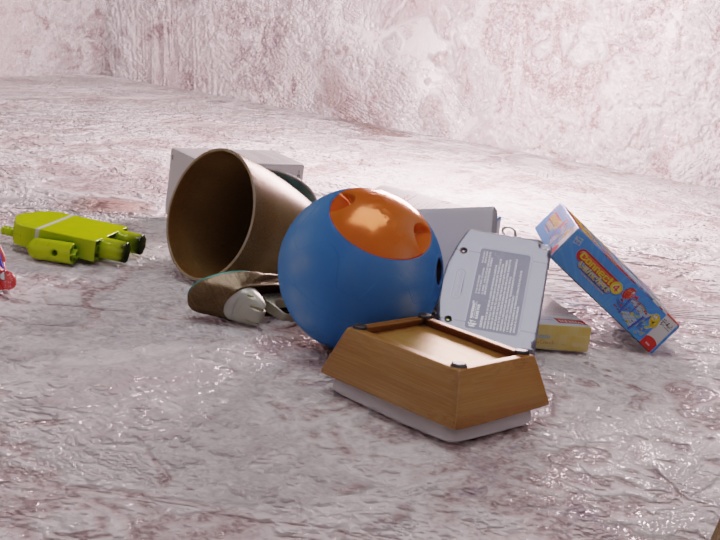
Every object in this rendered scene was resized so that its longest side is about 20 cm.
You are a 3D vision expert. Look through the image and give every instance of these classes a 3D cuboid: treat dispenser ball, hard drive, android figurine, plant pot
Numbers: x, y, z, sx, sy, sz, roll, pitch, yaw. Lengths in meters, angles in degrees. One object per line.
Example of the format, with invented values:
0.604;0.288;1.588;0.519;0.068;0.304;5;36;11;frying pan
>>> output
0.000;0.000;1.513;0.200;0.201;0.201;7;13;-2;treat dispenser ball
0.085;-0.021;1.720;0.200;0.132;0.026;-1;-19;22;hard drive
-0.422;-0.048;1.827;0.200;0.041;0.182;10;14;8;android figurine
-0.144;-0.061;1.798;0.186;0.187;0.200;20;4;43;plant pot

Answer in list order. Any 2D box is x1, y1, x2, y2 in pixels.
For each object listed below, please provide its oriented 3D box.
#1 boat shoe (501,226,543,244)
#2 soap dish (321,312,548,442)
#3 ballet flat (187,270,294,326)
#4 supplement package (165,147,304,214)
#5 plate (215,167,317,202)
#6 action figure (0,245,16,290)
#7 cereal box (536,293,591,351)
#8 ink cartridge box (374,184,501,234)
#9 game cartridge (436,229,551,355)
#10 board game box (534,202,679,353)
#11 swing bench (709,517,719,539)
0.217;-0.020;1.784;0.074;0.086;0.202;10;11;22;boat shoe
0.082;0.110;1.355;0.157;0.081;0.200;-6;18;-44;soap dish
-0.123;0.041;1.604;0.200;0.068;0.072;1;34;-41;ballet flat
-0.216;-0.139;2.141;0.200;0.120;0.121;-1;17;-33;supplement package
-0.164;-0.097;1.893;0.200;0.200;0.026;4;52;-13;plate
-0.505;-0.031;1.604;0.200;0.099;0.065;20;19;34;action figure
0.210;0.061;1.714;0.144;0.040;0.200;4;14;-15;cereal box
0.088;-0.057;1.820;0.200;0.068;0.116;18;29;27;ink cartridge box
0.167;0.035;1.600;0.133;0.041;0.200;13;50;6;game cartridge
0.342;0.006;1.761;0.196;0.056;0.200;43;11;-9;board game box
0.380;0.185;0.949;0.198;0.200;0.130;4;14;-15;swing bench
